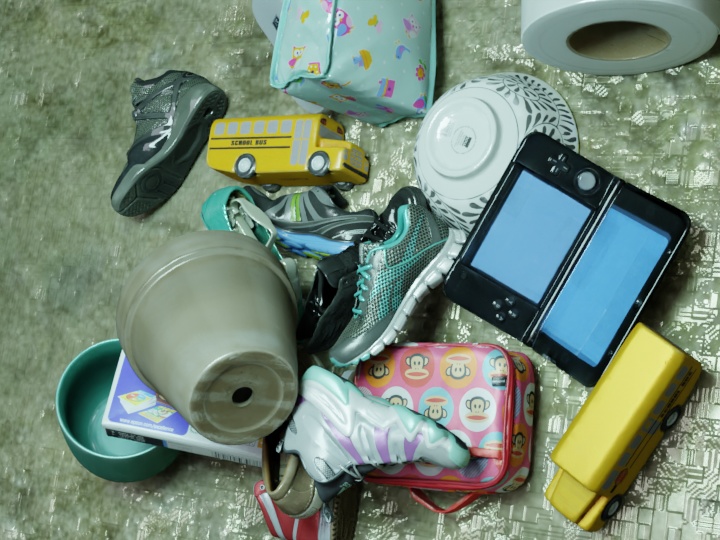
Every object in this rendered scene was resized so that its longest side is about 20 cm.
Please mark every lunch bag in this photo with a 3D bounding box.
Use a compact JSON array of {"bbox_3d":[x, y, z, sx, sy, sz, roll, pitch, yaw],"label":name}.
[{"bbox_3d":[-0.001,-0.284,1.729,0.121,0.169,0.203,-8,73,50],"label":"lunch bag"},{"bbox_3d":[0.086,0.167,1.624,0.198,0.082,0.179,-2,81,33],"label":"lunch bag"}]

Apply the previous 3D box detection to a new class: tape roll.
[{"bbox_3d":[0.262,-0.298,1.554,0.201,0.202,0.141,-5,74,31],"label":"tape roll"}]

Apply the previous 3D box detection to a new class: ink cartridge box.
[{"bbox_3d":[-0.176,0.111,1.754,0.196,0.044,0.202,11,64,3],"label":"ink cartridge box"}]

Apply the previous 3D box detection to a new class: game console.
[{"bbox_3d":[0.206,-0.015,1.563,0.175,0.116,0.201,30,94,-7],"label":"game console"}]

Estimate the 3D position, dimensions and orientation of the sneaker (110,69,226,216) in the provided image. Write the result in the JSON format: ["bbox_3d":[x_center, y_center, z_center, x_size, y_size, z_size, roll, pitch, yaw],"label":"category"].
[{"bbox_3d":[-0.262,-0.167,1.928,0.114,0.076,0.201,36,95,35],"label":"sneaker"}]

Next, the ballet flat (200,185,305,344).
[{"bbox_3d":[-0.111,-0.010,1.734,0.070,0.067,0.201,-40,79,43],"label":"ballet flat"}]

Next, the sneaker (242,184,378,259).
[{"bbox_3d":[-0.059,-0.062,1.783,0.198,0.071,0.083,18,75,32],"label":"sneaker"}]

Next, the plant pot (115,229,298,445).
[{"bbox_3d":[-0.143,0.087,1.602,0.200,0.199,0.174,-49,35,12],"label":"plant pot"}]

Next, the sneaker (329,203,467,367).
[{"bbox_3d":[0.022,0.012,1.629,0.201,0.091,0.077,-51,13,-13],"label":"sneaker"}]

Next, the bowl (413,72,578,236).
[{"bbox_3d":[0.128,-0.133,1.661,0.199,0.094,0.203,-9,73,29],"label":"bowl"}]

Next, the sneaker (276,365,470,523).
[{"bbox_3d":[0.005,0.197,1.558,0.198,0.078,0.141,23,87,26],"label":"sneaker"}]

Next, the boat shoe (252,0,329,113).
[{"bbox_3d":[-0.065,-0.268,1.834,0.072,0.065,0.201,-56,50,34],"label":"boat shoe"}]

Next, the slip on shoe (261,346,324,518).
[{"bbox_3d":[-0.077,0.166,1.651,0.075,0.060,0.202,-22,52,33],"label":"slip on shoe"}]

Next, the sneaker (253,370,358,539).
[{"bbox_3d":[-0.055,0.208,1.703,0.111,0.071,0.203,5,82,29],"label":"sneaker"}]

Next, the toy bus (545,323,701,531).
[{"bbox_3d":[0.253,0.157,1.508,0.065,0.078,0.201,37,98,33],"label":"toy bus"}]

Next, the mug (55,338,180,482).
[{"bbox_3d":[-0.264,0.179,1.805,0.184,0.115,0.153,29,65,13],"label":"mug"}]

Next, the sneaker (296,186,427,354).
[{"bbox_3d":[-0.002,-0.002,1.683,0.060,0.103,0.202,43,121,45],"label":"sneaker"}]

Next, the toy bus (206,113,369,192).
[{"bbox_3d":[-0.086,-0.140,1.814,0.198,0.065,0.079,1,76,33],"label":"toy bus"}]
